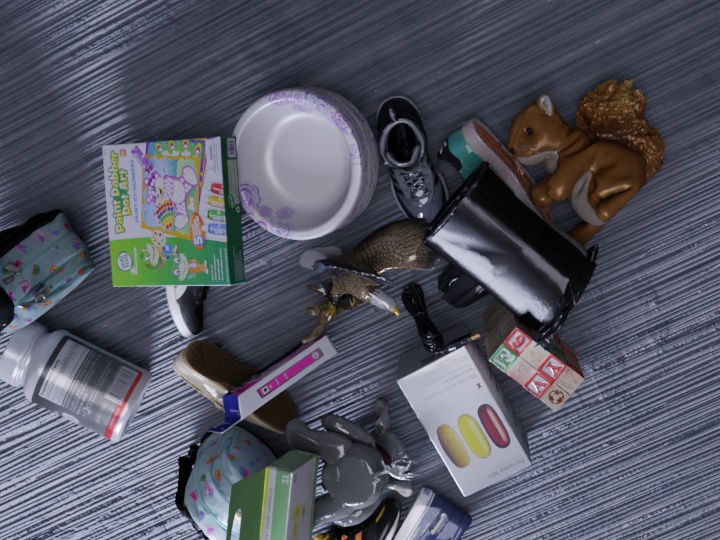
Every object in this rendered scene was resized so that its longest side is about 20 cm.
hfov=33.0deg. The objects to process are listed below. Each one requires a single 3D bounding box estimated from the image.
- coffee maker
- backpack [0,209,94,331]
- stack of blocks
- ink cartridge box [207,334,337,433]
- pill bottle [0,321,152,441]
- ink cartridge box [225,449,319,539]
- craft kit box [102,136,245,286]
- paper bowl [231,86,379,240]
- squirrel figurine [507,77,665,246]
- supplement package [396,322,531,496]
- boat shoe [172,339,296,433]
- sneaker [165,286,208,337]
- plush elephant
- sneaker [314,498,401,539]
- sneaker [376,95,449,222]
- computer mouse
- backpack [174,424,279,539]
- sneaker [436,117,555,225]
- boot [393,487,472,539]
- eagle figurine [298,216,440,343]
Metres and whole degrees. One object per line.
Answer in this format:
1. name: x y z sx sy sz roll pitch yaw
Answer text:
1. coffee maker: 0.193 -0.028 1.557 0.200 0.192 0.135 38 104 -4
2. backpack: -0.471 0.006 1.684 0.167 0.200 0.127 -15 111 48
3. stack of blocks: 0.231 0.101 1.652 0.115 0.200 0.059 37 104 -7
4. ink cartridge box: -0.130 0.158 1.704 0.200 0.095 0.037 -36 97 -19
5. pill bottle: -0.414 0.156 1.760 0.199 0.114 0.114 26 105 -2
6. ink cartridge box: -0.115 0.329 1.602 0.048 0.200 0.146 8 97 17
7. craft kit box: -0.255 -0.079 1.656 0.197 0.048 0.201 -1 95 29
8. paper bowl: -0.070 -0.147 1.643 0.200 0.104 0.202 5 103 22
9. squirrel figurine: 0.299 -0.165 1.627 0.200 0.142 0.187 -44 83 -9
10. supplement package: 0.149 0.197 1.730 0.113 0.110 0.200 -29 101 11
11. boat shoe: -0.184 0.176 1.778 0.200 0.072 0.065 35 141 -16
12. sneaker: -0.219 -0.006 1.722 0.111 0.073 0.201 -7 103 9
13. plush elephant: 0.001 0.274 1.750 0.199 0.155 0.165 -8 93 16
14. sneaker: -0.020 0.409 1.820 0.090 0.070 0.200 34 107 -8
15. sneaker: 0.068 -0.134 1.646 0.075 0.114 0.201 -17 103 9
16. computer mouse: 0.153 0.029 1.673 0.199 0.141 0.046 -25 138 10
17. backpack: -0.180 0.308 1.738 0.167 0.200 0.127 39 104 -5
18. sneaker: 0.187 -0.113 1.672 0.080 0.071 0.200 -35 103 28
19. boot: 0.083 0.428 1.815 0.090 0.073 0.200 30 104 2
20. eagle figurine: 0.007 0.003 1.658 0.150 0.152 0.200 15 143 -17
